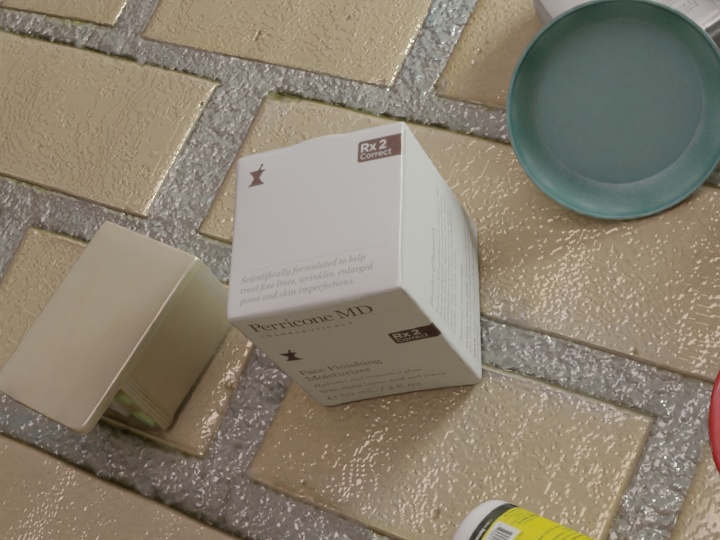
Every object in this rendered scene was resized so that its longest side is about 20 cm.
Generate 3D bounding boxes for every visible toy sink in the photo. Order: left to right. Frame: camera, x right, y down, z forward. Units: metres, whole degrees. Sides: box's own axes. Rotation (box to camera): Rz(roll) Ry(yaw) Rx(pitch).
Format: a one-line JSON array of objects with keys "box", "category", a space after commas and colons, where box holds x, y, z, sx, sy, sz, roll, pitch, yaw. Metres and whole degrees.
[{"box": [-0.233, 0.076, 1.425, 0.130, 0.112, 0.200, 20, 69, 33], "category": "toy sink"}]

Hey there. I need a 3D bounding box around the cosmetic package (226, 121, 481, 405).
[{"box": [0.000, 0.000, 1.293, 0.164, 0.200, 0.166, -11, 59, 21], "category": "cosmetic package"}]

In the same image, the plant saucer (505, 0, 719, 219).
[{"box": [0.230, -0.146, 1.297, 0.199, 0.201, 0.036, -19, 15, 16], "category": "plant saucer"}]

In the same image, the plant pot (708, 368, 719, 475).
[{"box": [0.365, 0.132, 1.049, 0.199, 0.183, 0.201, -11, 60, 20], "category": "plant pot"}]

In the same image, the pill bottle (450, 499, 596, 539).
[{"box": [0.166, 0.262, 1.123, 0.199, 0.112, 0.113, 20, 74, 33], "category": "pill bottle"}]

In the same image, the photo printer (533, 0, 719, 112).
[{"box": [0.261, -0.254, 1.380, 0.166, 0.069, 0.200, -35, 54, 8], "category": "photo printer"}]
